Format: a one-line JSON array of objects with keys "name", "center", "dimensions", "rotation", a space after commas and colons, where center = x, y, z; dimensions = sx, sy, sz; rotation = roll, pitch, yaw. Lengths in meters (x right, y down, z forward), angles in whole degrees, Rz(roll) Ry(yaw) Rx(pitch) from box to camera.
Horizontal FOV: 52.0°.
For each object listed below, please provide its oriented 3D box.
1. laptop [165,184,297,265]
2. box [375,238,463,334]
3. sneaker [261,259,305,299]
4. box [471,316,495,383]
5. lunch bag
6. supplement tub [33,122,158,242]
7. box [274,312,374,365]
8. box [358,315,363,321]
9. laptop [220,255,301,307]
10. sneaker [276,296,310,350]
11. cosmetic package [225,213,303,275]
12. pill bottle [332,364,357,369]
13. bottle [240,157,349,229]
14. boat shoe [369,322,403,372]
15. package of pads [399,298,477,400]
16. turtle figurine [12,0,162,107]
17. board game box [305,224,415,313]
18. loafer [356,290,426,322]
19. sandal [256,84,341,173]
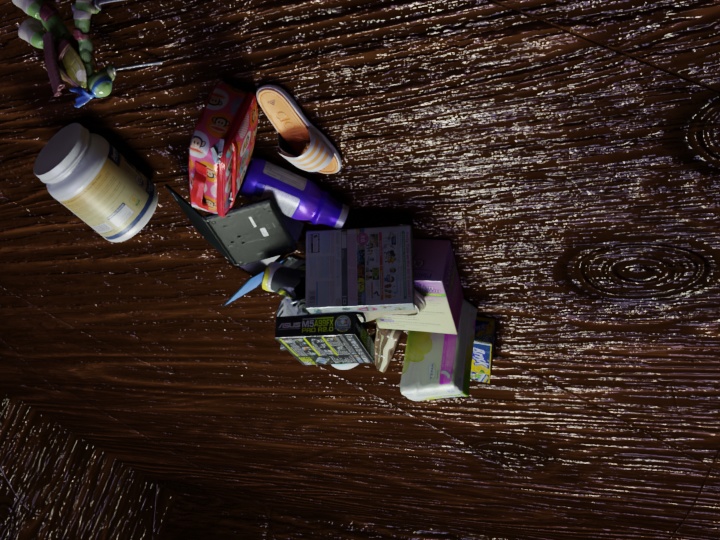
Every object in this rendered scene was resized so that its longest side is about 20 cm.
[{"name": "laptop", "center": [-0.240, -0.098, 1.398], "dimensions": [0.196, 0.105, 0.178], "rotation": [-15, 150, 5]}, {"name": "box", "center": [0.105, 0.032, 1.487], "dimensions": [0.172, 0.098, 0.201], "rotation": [3, 148, 20]}, {"name": "sneaker", "center": [-0.121, 0.029, 1.490], "dimensions": [0.084, 0.076, 0.199], "rotation": [24, -167, 23]}, {"name": "box", "center": [0.268, 0.181, 1.682], "dimensions": [0.069, 0.065, 0.201], "rotation": [8, 148, 13]}, {"name": "lunch bag", "center": [-0.233, -0.187, 1.212], "dimensions": [0.080, 0.179, 0.201], "rotation": [19, 151, -1]}, {"name": "supplement tub", "center": [-0.497, -0.165, 1.396], "dimensions": [0.142, 0.147, 0.200], "rotation": [-8, 143, 33]}, {"name": "box", "center": [-0.065, 0.138, 1.458], "dimensions": [0.157, 0.045, 0.200], "rotation": [-3, 157, 12]}, {"name": "box", "center": [-0.029, 0.029, 1.552], "dimensions": [0.081, 0.069, 0.201], "rotation": [-18, 141, 12]}, {"name": "laptop", "center": [-0.178, 0.051, 1.636], "dimensions": [0.198, 0.105, 0.177], "rotation": [27, 148, -19]}, {"name": "sneaker", "center": [-0.116, 0.092, 1.582], "dimensions": [0.199, 0.118, 0.075], "rotation": [-23, 171, 37]}, {"name": "cosmetic package", "center": [-0.199, -0.061, 1.517], "dimensions": [0.082, 0.051, 0.199], "rotation": [31, 146, -20]}, {"name": "pill bottle", "center": [-0.063, 0.138, 1.716], "dimensions": [0.109, 0.112, 0.201], "rotation": [-1, 145, 25]}, {"name": "bottle", "center": [-0.118, -0.135, 1.351], "dimensions": [0.197, 0.066, 0.084], "rotation": [22, 152, -11]}, {"name": "boat shoe", "center": [0.053, 0.169, 1.766], "dimensions": [0.074, 0.075, 0.204], "rotation": [26, 144, 8]}, {"name": "package of pads", "center": [0.165, 0.173, 1.581], "dimensions": [0.153, 0.203, 0.068], "rotation": [-16, 143, 41]}, {"name": "turtle figurine", "center": [-0.416, -0.357, 1.125], "dimensions": [0.193, 0.201, 0.144], "rotation": [36, 180, 7]}, {"name": "board game box", "center": [0.000, 0.000, 1.360], "dimensions": [0.196, 0.151, 0.064], "rotation": [-2, 165, 8]}, {"name": "loafer", "center": [0.026, 0.064, 1.411], "dimensions": [0.196, 0.069, 0.076], "rotation": [7, 149, 13]}, {"name": "sandal", "center": [-0.111, -0.215, 1.226], "dimensions": [0.078, 0.060, 0.207], "rotation": [-8, 141, 34]}]
